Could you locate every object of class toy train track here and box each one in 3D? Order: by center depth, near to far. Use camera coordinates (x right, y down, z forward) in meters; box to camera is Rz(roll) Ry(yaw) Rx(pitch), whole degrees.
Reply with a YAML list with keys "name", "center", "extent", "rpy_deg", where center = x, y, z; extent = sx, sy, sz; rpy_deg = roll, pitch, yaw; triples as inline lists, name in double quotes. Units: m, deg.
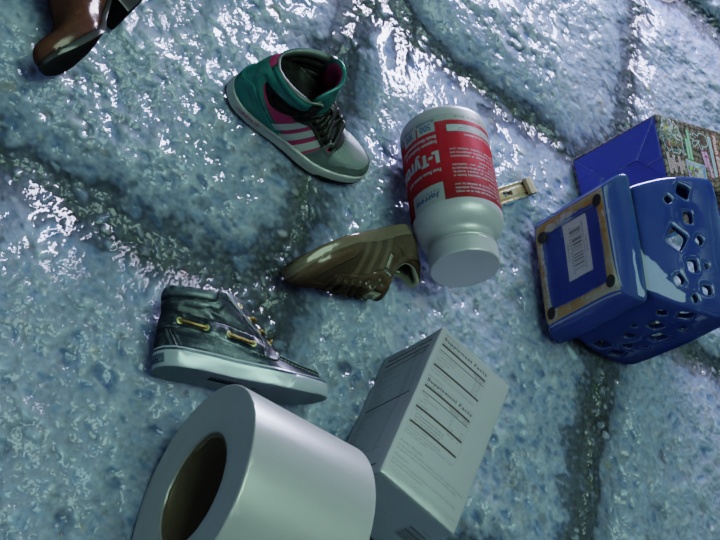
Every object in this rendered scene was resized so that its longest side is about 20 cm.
- name: "toy train track"
  center: [0.173, -0.096, 1.600]
  extent: [0.199, 0.032, 0.116]
  rpy_deg: [-19, 83, -44]

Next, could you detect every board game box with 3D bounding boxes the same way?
- name: "board game box"
  center: [0.432, -0.130, 1.746]
  extent: [0.198, 0.159, 0.098]
  rpy_deg: [7, 66, -37]

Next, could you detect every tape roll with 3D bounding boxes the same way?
- name: "tape roll"
  center: [-0.098, 0.224, 1.110]
  extent: [0.138, 0.202, 0.205]
  rpy_deg: [30, 54, -25]

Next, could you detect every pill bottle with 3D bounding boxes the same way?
- name: "pill bottle"
  center: [0.112, -0.088, 1.474]
  extent: [0.111, 0.112, 0.203]
  rpy_deg: [16, 52, -33]

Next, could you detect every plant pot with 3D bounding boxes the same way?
- name: "plant pot"
  center: [0.344, -0.007, 1.596]
  extent: [0.178, 0.200, 0.203]
  rpy_deg: [9, 65, -30]

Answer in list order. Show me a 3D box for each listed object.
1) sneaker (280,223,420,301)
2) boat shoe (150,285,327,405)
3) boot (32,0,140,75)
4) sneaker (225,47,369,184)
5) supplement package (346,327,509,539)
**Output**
- name: "sneaker"
  center: [0.000, 0.000, 1.385]
  extent: [0.198, 0.070, 0.076]
  rpy_deg: [-18, 83, -43]
- name: "boat shoe"
  center: [-0.116, 0.076, 1.250]
  extent: [0.198, 0.071, 0.092]
  rpy_deg: [17, 64, -31]
- name: "boot"
  center: [-0.334, -0.314, 1.252]
  extent: [0.200, 0.068, 0.189]
  rpy_deg: [45, 49, -14]
- name: "sneaker"
  center: [-0.043, -0.183, 1.398]
  extent: [0.199, 0.120, 0.085]
  rpy_deg: [32, 53, -25]
- name: "supplement package"
  center: [0.063, 0.183, 1.323]
  extent: [0.109, 0.113, 0.201]
  rpy_deg: [41, 50, -16]
